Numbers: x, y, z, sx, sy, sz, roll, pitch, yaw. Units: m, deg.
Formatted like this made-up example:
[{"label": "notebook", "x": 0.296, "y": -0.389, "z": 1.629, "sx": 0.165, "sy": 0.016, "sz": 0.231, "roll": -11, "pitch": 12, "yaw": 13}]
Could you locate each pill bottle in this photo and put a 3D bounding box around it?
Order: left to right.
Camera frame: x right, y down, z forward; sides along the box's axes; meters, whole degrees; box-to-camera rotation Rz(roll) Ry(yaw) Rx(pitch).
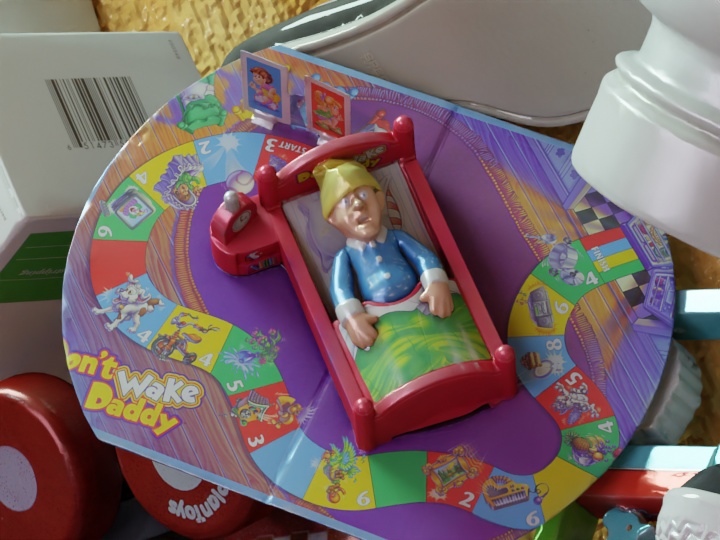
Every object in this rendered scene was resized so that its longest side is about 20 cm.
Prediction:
[{"label": "pill bottle", "x": 0.143, "y": -0.104, "z": 0.829, "sx": 0.114, "sy": 0.114, "sz": 0.200, "roll": 35, "pitch": 109, "yaw": 37}]

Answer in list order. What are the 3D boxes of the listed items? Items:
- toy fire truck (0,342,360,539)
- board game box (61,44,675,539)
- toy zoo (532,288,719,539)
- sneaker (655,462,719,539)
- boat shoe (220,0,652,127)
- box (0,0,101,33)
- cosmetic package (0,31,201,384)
[{"label": "toy fire truck", "x": -0.044, "y": 0.100, "z": 0.991, "sx": 0.200, "sy": 0.112, "sz": 0.168, "roll": -13, "pitch": 97, "yaw": 41}, {"label": "board game box", "x": 0.000, "y": 0.000, "z": 0.892, "sx": 0.200, "sy": 0.039, "sz": 0.158, "roll": 20, "pitch": 64, "yaw": 14}, {"label": "toy zoo", "x": 0.115, "y": 0.066, "z": 0.866, "sx": 0.200, "sy": 0.020, "sz": 0.131, "roll": -2, "pitch": 59, "yaw": 41}, {"label": "sneaker", "x": 0.183, "y": 0.046, "z": 0.765, "sx": 0.200, "sy": 0.075, "sz": 0.114, "roll": 7, "pitch": 79, "yaw": -2}, {"label": "boat shoe", "x": 0.033, "y": -0.082, "z": 0.961, "sx": 0.200, "sy": 0.057, "sz": 0.067, "roll": -11, "pitch": 119, "yaw": 36}, {"label": "box", "x": -0.211, "y": -0.076, "z": 1.141, "sx": 0.200, "sy": 0.106, "sz": 0.152, "roll": -32, "pitch": 66, "yaw": 35}, {"label": "cosmetic package", "x": -0.141, "y": -0.001, "z": 1.051, "sx": 0.200, "sy": 0.108, "sz": 0.085, "roll": -48, "pitch": 59, "yaw": 43}]
